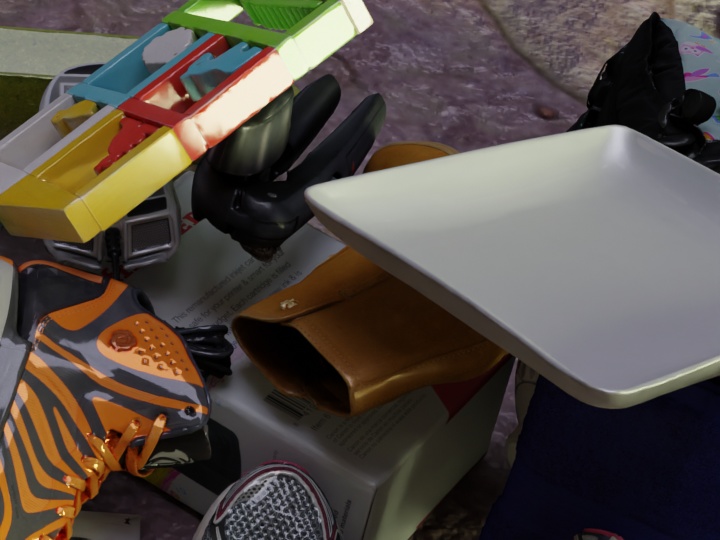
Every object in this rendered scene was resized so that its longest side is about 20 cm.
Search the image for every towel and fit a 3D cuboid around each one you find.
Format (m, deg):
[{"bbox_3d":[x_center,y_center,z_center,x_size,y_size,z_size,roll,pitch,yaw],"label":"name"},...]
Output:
[{"bbox_3d":[0.128,0.126,0.964,0.147,0.200,0.050,24,27,11],"label":"towel"}]

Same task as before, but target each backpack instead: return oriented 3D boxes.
[{"bbox_3d":[0.184,-0.052,1.247,0.126,0.167,0.200,28,33,-14],"label":"backpack"}]

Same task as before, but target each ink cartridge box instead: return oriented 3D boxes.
[{"bbox_3d":[-0.045,0.051,1.092,0.200,0.083,0.146,29,41,19],"label":"ink cartridge box"}]

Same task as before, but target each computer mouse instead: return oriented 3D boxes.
[{"bbox_3d":[-0.120,-0.024,1.064,0.109,0.044,0.200,1,46,-7],"label":"computer mouse"}]

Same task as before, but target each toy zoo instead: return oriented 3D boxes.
[{"bbox_3d":[-0.103,-0.072,1.008,0.200,0.020,0.131,-39,27,-17],"label":"toy zoo"}]

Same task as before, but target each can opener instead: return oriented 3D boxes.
[{"bbox_3d":[-0.026,-0.059,1.079,0.063,0.079,0.200,33,23,8],"label":"can opener"}]

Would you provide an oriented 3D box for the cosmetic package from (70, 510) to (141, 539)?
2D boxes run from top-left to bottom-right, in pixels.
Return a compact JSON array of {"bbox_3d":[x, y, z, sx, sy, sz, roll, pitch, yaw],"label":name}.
[{"bbox_3d":[-0.198,0.144,0.961,0.199,0.051,0.083,5,39,-11],"label":"cosmetic package"}]

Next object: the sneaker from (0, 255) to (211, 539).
[{"bbox_3d":[-0.120,0.088,0.923,0.112,0.078,0.200,9,66,-10],"label":"sneaker"}]

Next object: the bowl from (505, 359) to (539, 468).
[{"bbox_3d":[0.131,0.089,1.046,0.094,0.201,0.201,-34,54,-13],"label":"bowl"}]

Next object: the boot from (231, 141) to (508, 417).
[{"bbox_3d":[0.000,0.001,1.038,0.144,0.071,0.201,-20,27,-21],"label":"boot"}]

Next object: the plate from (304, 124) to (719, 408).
[{"bbox_3d":[0.107,-0.001,0.937,0.200,0.032,0.199,-13,33,-36],"label":"plate"}]

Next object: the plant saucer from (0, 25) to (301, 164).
[{"bbox_3d":[-0.147,-0.098,1.226,0.199,0.048,0.200,3,13,-12],"label":"plant saucer"}]

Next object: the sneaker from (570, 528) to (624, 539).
[{"bbox_3d":[0.062,0.196,0.896,0.075,0.081,0.200,20,72,16],"label":"sneaker"}]

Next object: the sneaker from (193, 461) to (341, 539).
[{"bbox_3d":[-0.043,0.165,0.925,0.080,0.075,0.200,11,50,-2],"label":"sneaker"}]
